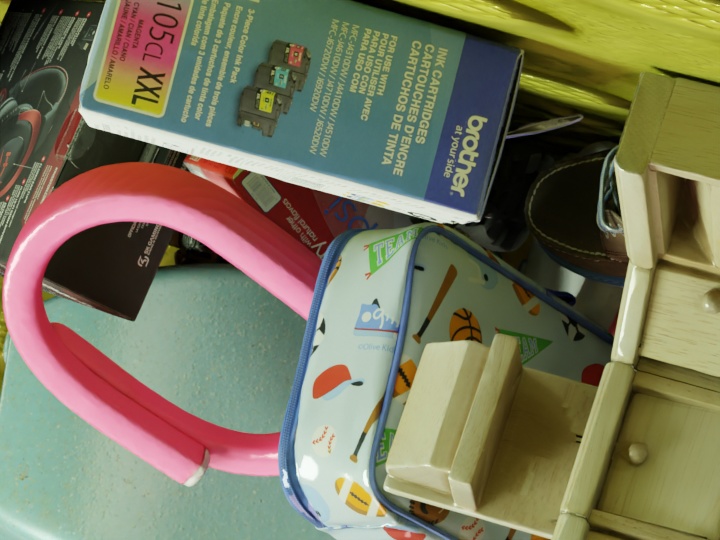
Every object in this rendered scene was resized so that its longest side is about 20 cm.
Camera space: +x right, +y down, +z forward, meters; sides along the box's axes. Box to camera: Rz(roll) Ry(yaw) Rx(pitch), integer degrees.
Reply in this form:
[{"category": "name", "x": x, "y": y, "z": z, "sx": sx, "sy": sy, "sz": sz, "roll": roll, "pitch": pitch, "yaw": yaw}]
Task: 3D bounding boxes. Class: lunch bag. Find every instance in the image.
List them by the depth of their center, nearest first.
[{"category": "lunch bag", "x": 0.052, "y": 0.070, "z": 1.267, "sx": 0.075, "sy": 0.161, "sz": 0.200, "roll": -8, "pitch": 151, "yaw": 39}]

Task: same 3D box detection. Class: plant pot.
[{"category": "plant pot", "x": -0.103, "y": 0.105, "z": 1.493, "sx": 0.199, "sy": 0.197, "sz": 0.196, "roll": 6, "pitch": 163, "yaw": 1}]

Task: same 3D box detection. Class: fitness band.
[{"category": "fitness band", "x": -0.083, "y": 0.031, "z": 1.314, "sx": 0.200, "sy": 0.144, "sz": 0.038, "roll": 36, "pitch": -148, "yaw": -18}]

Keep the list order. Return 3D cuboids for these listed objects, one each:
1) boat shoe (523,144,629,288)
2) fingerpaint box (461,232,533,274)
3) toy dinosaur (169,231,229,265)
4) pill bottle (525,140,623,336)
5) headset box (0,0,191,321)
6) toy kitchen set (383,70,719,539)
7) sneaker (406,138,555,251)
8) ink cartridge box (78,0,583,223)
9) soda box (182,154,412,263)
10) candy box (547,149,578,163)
[{"category": "boat shoe", "x": 0.147, "y": -0.034, "z": 1.235, "sx": 0.199, "sy": 0.073, "sz": 0.072, "roll": 1, "pitch": 165, "yaw": 43}, {"category": "fingerpaint box", "x": 0.065, "y": 0.013, "z": 1.536, "sx": 0.200, "sy": 0.073, "sz": 0.167, "roll": 45, "pitch": 168, "yaw": -1}, {"category": "toy dinosaur", "x": -0.083, "y": -0.049, "z": 1.507, "sx": 0.102, "sy": 0.136, "sz": 0.200, "roll": 30, "pitch": 134, "yaw": -11}, {"category": "pill bottle", "x": 0.197, "y": 0.014, "z": 1.400, "sx": 0.199, "sy": 0.120, "sz": 0.120, "roll": 15, "pitch": 179, "yaw": -17}, {"category": "headset box", "x": -0.149, "y": -0.062, "z": 1.411, "sx": 0.075, "sy": 0.149, "sz": 0.200, "roll": 26, "pitch": 173, "yaw": -28}, {"category": "toy kitchen set", "x": 0.089, "y": 0.043, "z": 1.083, "sx": 0.162, "sy": 0.201, "sz": 0.181, "roll": 14, "pitch": 161, "yaw": 14}, {"category": "sneaker", "x": 0.032, "y": -0.058, "z": 1.297, "sx": 0.079, "sy": 0.076, "sz": 0.200, "roll": 29, "pitch": 177, "yaw": 21}, {"category": "ink cartridge box", "x": -0.012, "y": -0.071, "z": 1.108, "sx": 0.199, "sy": 0.077, "sz": 0.136, "roll": 17, "pitch": 180, "yaw": -5}, {"category": "soda box", "x": 0.000, "y": 0.000, "z": 1.358, "sx": 0.200, "sy": 0.063, "sz": 0.070, "roll": 52, "pitch": 166, "yaw": -24}, {"category": "candy box", "x": 0.198, "y": -0.014, "z": 1.543, "sx": 0.199, "sy": 0.061, "sz": 0.136, "roll": 16, "pitch": 179, "yaw": -23}]
